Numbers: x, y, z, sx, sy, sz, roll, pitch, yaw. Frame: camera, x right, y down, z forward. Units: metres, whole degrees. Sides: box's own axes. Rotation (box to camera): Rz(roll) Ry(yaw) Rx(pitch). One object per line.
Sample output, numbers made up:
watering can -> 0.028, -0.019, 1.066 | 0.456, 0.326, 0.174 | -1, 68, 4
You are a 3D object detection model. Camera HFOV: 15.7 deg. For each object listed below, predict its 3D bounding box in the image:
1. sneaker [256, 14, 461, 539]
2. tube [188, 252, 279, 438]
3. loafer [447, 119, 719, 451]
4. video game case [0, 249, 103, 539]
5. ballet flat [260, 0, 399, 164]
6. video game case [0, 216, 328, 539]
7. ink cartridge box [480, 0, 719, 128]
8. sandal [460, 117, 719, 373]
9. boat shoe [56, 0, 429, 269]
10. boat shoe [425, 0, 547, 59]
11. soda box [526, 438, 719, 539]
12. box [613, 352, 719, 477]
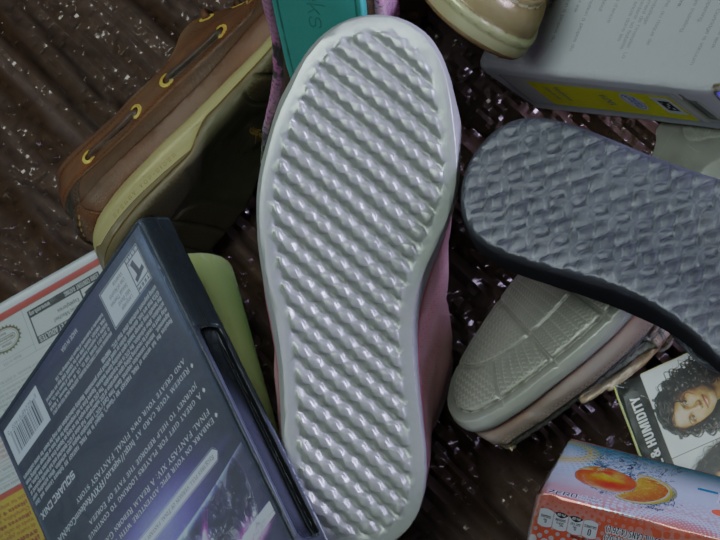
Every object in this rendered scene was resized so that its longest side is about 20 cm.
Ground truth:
sneaker -> 0.000, 0.000, 1.010 | 0.075, 0.105, 0.201 | 2, 98, 2
tube -> -0.051, 0.091, 1.029 | 0.052, 0.058, 0.201 | -14, 67, -6
loafer -> 0.119, -0.002, 1.004 | 0.200, 0.063, 0.072 | -49, 28, 4
video game case -> -0.128, 0.106, 1.092 | 0.143, 0.017, 0.201 | -29, 65, 11
ballet flat -> -0.004, -0.074, 1.037 | 0.069, 0.201, 0.071 | 12, 40, 18
video game case -> -0.072, 0.102, 1.009 | 0.143, 0.019, 0.201 | -51, 57, 40
ink cartridge box -> 0.152, -0.150, 0.996 | 0.200, 0.047, 0.198 | 16, 77, 56
sandal -> 0.131, 0.003, 0.944 | 0.200, 0.043, 0.076 | 30, 79, 18
boat shoe -> -0.049, -0.084, 1.091 | 0.200, 0.072, 0.068 | -45, 59, 0
boat shoe -> 0.055, -0.170, 1.041 | 0.063, 0.073, 0.201 | -39, 37, 36
soda box -> 0.156, 0.122, 0.910 | 0.199, 0.064, 0.069 | 14, 108, 12
box -> 0.200, 0.040, 0.962 | 0.199, 0.050, 0.076 | -24, 66, 13
